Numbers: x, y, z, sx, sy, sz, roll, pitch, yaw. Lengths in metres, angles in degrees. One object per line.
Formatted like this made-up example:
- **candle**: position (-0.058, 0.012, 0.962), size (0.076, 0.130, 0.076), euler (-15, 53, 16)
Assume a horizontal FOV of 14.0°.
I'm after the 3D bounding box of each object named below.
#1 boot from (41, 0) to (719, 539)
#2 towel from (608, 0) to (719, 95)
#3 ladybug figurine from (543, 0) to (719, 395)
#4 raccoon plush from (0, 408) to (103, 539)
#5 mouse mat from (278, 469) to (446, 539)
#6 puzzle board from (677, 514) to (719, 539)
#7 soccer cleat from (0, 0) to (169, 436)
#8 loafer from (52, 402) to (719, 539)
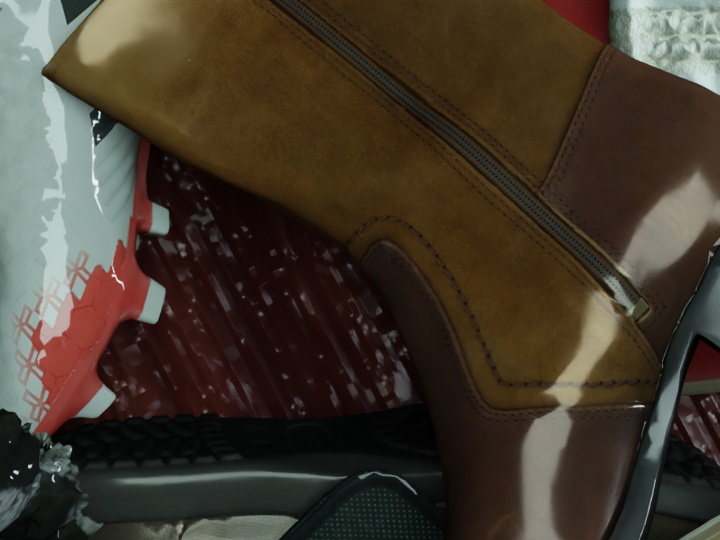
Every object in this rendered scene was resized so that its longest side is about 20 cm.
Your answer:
- **boot**: position (0.000, 0.000, 0.749), size (0.200, 0.068, 0.188), euler (37, 93, 6)
- **towel**: position (0.136, -0.096, 0.803), size (0.149, 0.031, 0.201), euler (-1, 87, -9)
- **ladybug figurine**: position (0.093, -0.034, 0.838), size (0.199, 0.072, 0.136), euler (-5, 83, -9)
- **raccoon plush**: position (-0.164, 0.053, 0.725), size (0.200, 0.097, 0.134), euler (-31, 63, -30)
- **mouse mat**: position (0.018, 0.171, 0.797), size (0.200, 0.008, 0.161), euler (44, 98, -9)
- **puzzle board**: position (0.174, 0.084, 0.820), size (0.200, 0.017, 0.151), euler (-30, 128, -12)
- **soccer cleat**: position (-0.090, -0.044, 0.808), size (0.085, 0.069, 0.201), euler (21, 79, -25)
- **loafer**: position (0.008, 0.077, 0.820), size (0.199, 0.073, 0.071), euler (0, 102, 0)
